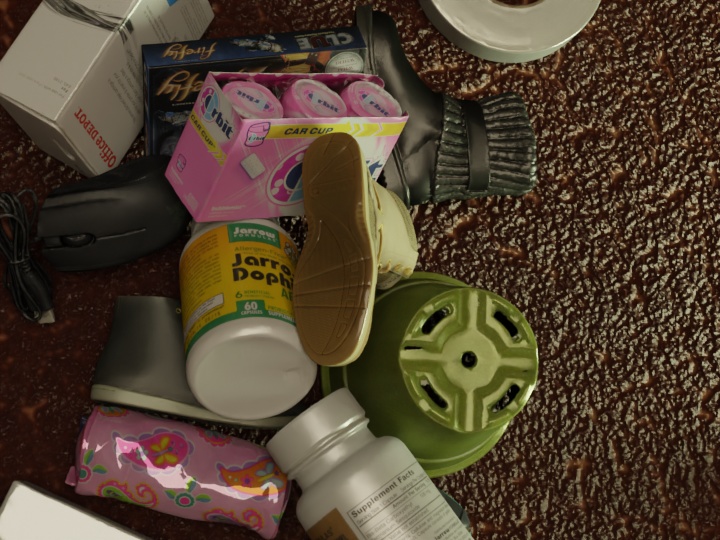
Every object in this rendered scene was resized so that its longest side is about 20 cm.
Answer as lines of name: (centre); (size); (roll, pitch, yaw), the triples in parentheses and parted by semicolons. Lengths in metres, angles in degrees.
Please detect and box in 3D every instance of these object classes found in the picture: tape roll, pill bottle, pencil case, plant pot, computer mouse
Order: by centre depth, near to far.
pill bottle: (0.010, 0.207, 1.156); (0.114, 0.114, 0.200); (-34, 81, -13)
pill bottle: (-0.103, 0.023, 1.183); (0.112, 0.113, 0.200); (0, 41, -10)
pencil case: (-0.162, 0.182, 1.207); (0.199, 0.087, 0.088); (14, 80, -8)
plant pot: (0.074, 0.087, 1.208); (0.199, 0.190, 0.201); (1, 81, -9)
computer mouse: (-0.230, -0.035, 1.209); (0.199, 0.053, 0.139); (-25, 130, -18)
tape roll: (0.150, -0.312, 1.357); (0.202, 0.037, 0.204); (1, 82, -11)

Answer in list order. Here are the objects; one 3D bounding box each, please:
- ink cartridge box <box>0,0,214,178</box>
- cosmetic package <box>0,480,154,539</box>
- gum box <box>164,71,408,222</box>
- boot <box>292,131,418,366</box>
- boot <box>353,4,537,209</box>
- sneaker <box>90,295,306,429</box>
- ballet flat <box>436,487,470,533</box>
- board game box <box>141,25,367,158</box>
ink cartridge box: (-0.228, -0.200, 1.207); (0.086, 0.147, 0.200); (29, 77, 14)
cosmetic package: (-0.235, 0.271, 1.185); (0.199, 0.074, 0.102); (27, 79, -3)
gum box: (-0.059, -0.111, 1.186); (0.199, 0.114, 0.066); (-6, 48, -41)
boot: (0.000, 0.000, 1.163); (0.072, 0.155, 0.201); (-9, 69, 18)
boot: (0.079, -0.164, 1.299); (0.157, 0.079, 0.212); (-13, 95, -5)
sneaker: (-0.139, 0.085, 1.227); (0.199, 0.075, 0.107); (11, 80, -8)
ballet flat: (0.010, 0.264, 1.233); (0.199, 0.073, 0.073); (-30, 88, -19)
board game box: (-0.099, -0.154, 1.235); (0.199, 0.136, 0.035); (-8, 50, -14)
